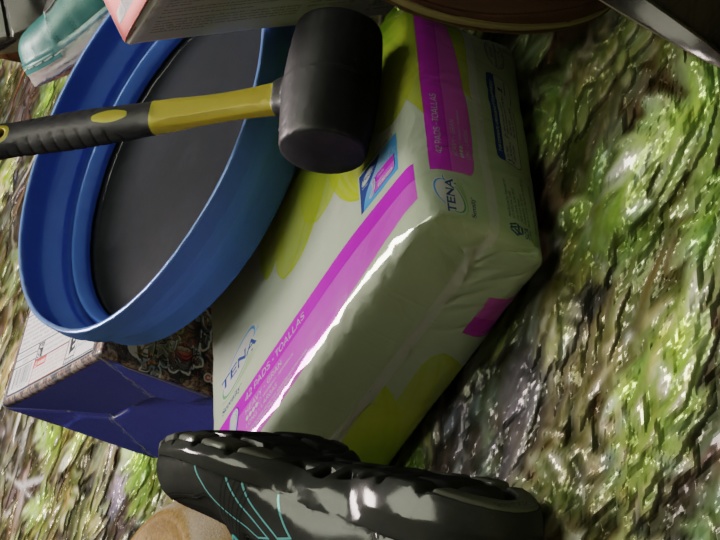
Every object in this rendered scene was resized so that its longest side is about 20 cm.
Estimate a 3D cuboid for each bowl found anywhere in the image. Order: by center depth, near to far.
[{"bbox_3d":[-0.091,-0.057,1.148,0.201,0.039,0.201,-36,42,39],"label":"bowl"}]

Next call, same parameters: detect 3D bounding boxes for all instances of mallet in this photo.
[{"bbox_3d":[-0.083,-0.058,1.046,0.200,0.041,0.066,-14,57,20],"label":"mallet"}]

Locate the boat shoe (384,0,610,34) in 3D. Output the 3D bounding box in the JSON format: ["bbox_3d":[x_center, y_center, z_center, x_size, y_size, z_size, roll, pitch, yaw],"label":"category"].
[{"bbox_3d":[0.015,-0.152,0.988,0.068,0.200,0.072,83,-152,-79],"label":"boat shoe"}]

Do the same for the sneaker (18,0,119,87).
[{"bbox_3d":[-0.110,-0.179,1.246,0.200,0.080,0.071,-40,0,13],"label":"sneaker"}]

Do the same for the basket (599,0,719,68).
[{"bbox_3d":[0.112,-0.203,0.866,0.200,0.180,0.136,-58,5,4],"label":"basket"}]

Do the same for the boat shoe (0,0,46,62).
[{"bbox_3d":[-0.128,-0.151,1.347,0.200,0.074,0.076,-3,71,24],"label":"boat shoe"}]

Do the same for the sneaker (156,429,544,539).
[{"bbox_3d":[-0.016,0.108,0.951,0.200,0.075,0.079,11,96,49],"label":"sneaker"}]

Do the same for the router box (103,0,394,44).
[{"bbox_3d":[-0.050,-0.196,1.100,0.180,0.200,0.049,62,141,20],"label":"router box"}]

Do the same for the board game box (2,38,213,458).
[{"bbox_3d":[-0.097,-0.018,1.286,0.159,0.097,0.200,-25,48,62],"label":"board game box"}]

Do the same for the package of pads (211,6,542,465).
[{"bbox_3d":[0.000,0.000,1.068,0.200,0.068,0.155,-54,26,34],"label":"package of pads"}]

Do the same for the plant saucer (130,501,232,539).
[{"bbox_3d":[-0.100,0.191,1.187,0.200,0.035,0.201,-51,28,40],"label":"plant saucer"}]
